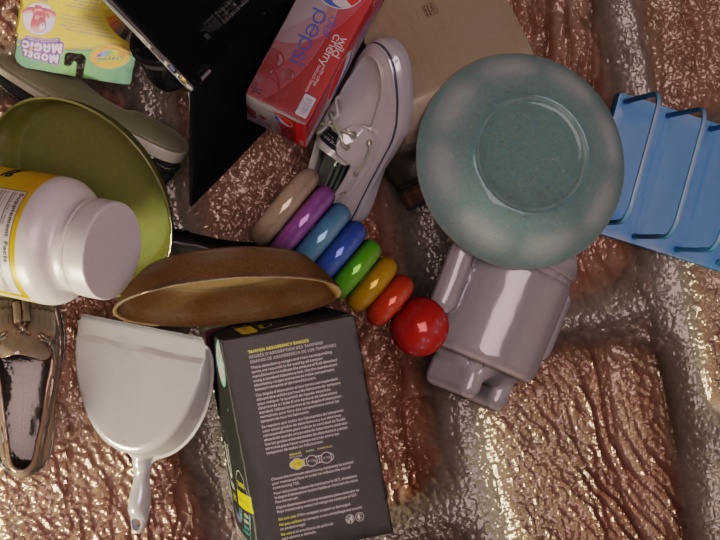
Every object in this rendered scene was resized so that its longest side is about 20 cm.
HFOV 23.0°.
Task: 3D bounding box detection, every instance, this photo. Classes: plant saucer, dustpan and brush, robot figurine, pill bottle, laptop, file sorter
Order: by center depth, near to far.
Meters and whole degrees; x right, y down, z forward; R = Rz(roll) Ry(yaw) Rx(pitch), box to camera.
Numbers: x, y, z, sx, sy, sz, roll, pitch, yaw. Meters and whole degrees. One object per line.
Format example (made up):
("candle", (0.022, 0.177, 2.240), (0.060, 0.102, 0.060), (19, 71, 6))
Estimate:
("plant saucer", (-0.116, 0.012, 1.531), (0.199, 0.200, 0.036), (-4, 77, -10))
("pill bottle", (-0.296, -0.032, 1.542), (0.199, 0.112, 0.113), (10, 89, 27))
("laptop", (-0.144, -0.203, 1.570), (0.200, 0.116, 0.187), (46, 47, -8))
("plant saucer", (-0.245, -0.070, 1.582), (0.200, 0.200, 0.031), (51, 42, -7))
("plant saucer", (0.151, -0.103, 1.603), (0.200, 0.039, 0.202), (2, 83, -12))
("dustpan and brush", (-0.204, 0.148, 1.632), (0.139, 0.057, 0.201), (10, 94, 20))
("robot figurine", (0.134, 0.027, 1.667), (0.169, 0.113, 0.201), (27, 85, -43))
("file sorter", (0.337, -0.079, 1.700), (0.199, 0.123, 0.140), (16, 89, -11))

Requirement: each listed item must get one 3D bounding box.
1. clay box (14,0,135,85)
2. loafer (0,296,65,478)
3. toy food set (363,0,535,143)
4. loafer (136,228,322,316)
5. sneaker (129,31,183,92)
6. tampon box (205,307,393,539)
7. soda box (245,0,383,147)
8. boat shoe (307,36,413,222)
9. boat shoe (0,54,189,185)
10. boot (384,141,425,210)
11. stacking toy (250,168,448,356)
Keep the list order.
("clay box", (-0.250, -0.277, 1.625), (0.114, 0.048, 0.201), (9, 90, -11))
("loafer", (-0.305, 0.090, 1.613), (0.071, 0.063, 0.201), (-1, 91, -10))
("toy food set", (0.062, -0.234, 1.664), (0.143, 0.060, 0.201), (-24, 78, -12))
("loafer", (-0.121, 0.010, 1.649), (0.199, 0.073, 0.072), (13, 100, -5))
("sneaker", (-0.160, -0.250, 1.635), (0.066, 0.091, 0.201), (13, 63, 9))
("tampon box", (-0.061, 0.144, 1.615), (0.126, 0.150, 0.201), (-10, 93, -11))
("soda box", (-0.031, -0.216, 1.583), (0.063, 0.070, 0.201), (26, 77, 5))
("boat shoe", (-0.007, -0.118, 1.612), (0.067, 0.074, 0.201), (-15, 132, -37))
("boat shoe", (-0.256, -0.130, 1.617), (0.199, 0.075, 0.066), (25, 115, -2))
("boot", (0.099, -0.153, 1.679), (0.200, 0.075, 0.097), (-37, 100, -6))
("stacking toy", (0.000, 0.000, 1.595), (0.200, 0.085, 0.085), (40, 84, -2))
